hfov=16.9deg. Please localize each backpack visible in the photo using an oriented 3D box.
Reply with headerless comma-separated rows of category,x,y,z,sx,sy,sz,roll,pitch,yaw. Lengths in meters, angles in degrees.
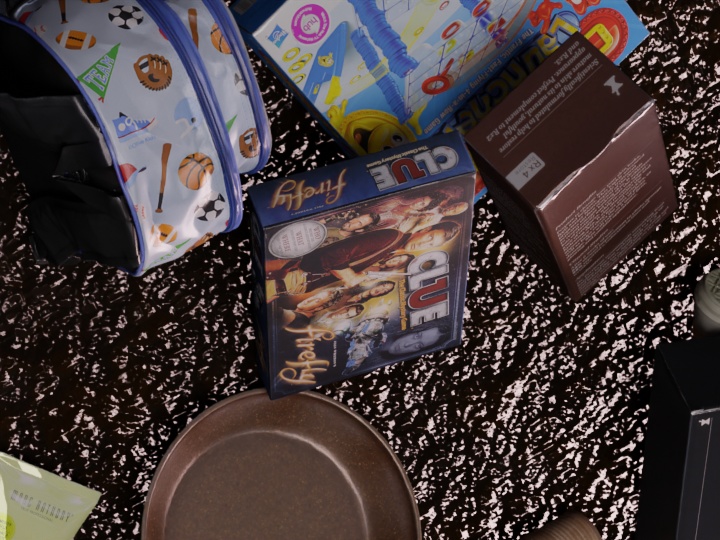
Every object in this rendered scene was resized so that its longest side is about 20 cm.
backpack,-0.138,-0.088,1.401,0.154,0.190,0.200,-29,117,-11

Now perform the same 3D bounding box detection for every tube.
tube,-0.245,0.216,1.556,0.200,0.052,0.058,-62,160,2

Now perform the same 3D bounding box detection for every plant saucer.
plant saucer,-0.056,0.177,1.592,0.200,0.037,0.201,5,79,-25

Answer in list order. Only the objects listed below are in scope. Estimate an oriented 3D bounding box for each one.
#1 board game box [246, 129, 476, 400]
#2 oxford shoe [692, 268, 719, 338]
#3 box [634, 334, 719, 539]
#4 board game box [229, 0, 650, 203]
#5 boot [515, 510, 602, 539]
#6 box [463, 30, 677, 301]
board game box,0.000,0.000,1.518,0.135,0.035,0.200,-16,148,-11
oxford shoe,0.316,0.035,1.719,0.200,0.075,0.058,1,130,-26
box,0.273,0.138,1.691,0.141,0.079,0.200,-10,131,-13
board game box,0.051,-0.156,1.534,0.200,0.056,0.196,-44,120,-2
boot,0.130,0.287,1.708,0.155,0.077,0.200,-33,115,-26
box,0.136,-0.061,1.538,0.100,0.075,0.200,-43,161,-4
